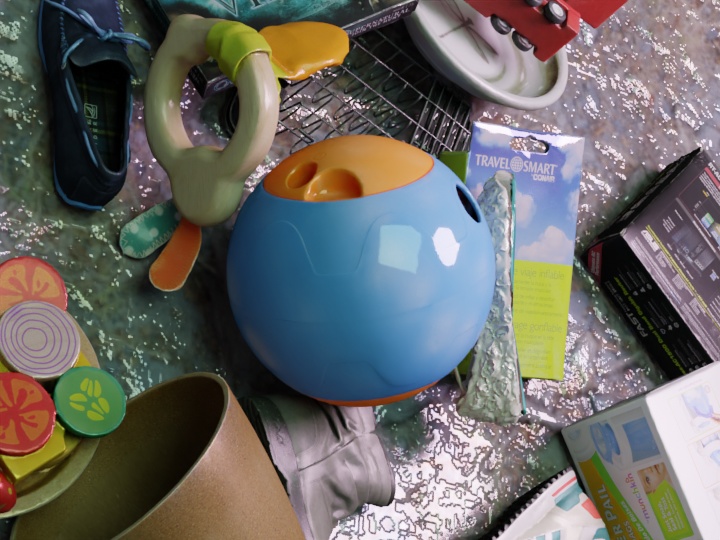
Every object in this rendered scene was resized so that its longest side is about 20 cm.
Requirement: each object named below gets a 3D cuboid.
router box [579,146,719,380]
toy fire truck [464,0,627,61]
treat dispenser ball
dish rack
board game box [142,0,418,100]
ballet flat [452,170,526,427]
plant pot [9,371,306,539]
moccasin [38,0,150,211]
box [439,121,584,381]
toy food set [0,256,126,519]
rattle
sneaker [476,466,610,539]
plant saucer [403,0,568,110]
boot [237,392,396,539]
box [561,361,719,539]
[{"bbox_3d":[0.302,0.015,1.980,0.150,0.062,0.200,-41,97,-38],"label":"router box"},{"bbox_3d":[0.142,-0.254,1.921,0.200,0.049,0.142,35,38,-21],"label":"toy fire truck"},{"bbox_3d":[0.000,0.000,1.673,0.200,0.201,0.202,13,65,-30],"label":"treat dispenser ball"},{"bbox_3d":[-0.001,-0.127,1.832,0.200,0.054,0.154,36,57,-21],"label":"dish rack"},{"bbox_3d":[-0.070,-0.228,1.786,0.199,0.028,0.136,-25,72,-23],"label":"board game box"},{"bbox_3d":[0.094,0.023,1.761,0.071,0.072,0.202,-3,92,-35],"label":"ballet flat"},{"bbox_3d":[-0.111,0.207,1.566,0.200,0.186,0.187,54,51,-23],"label":"plant pot"},{"bbox_3d":[-0.192,-0.146,1.694,0.080,0.068,0.201,1,71,-34],"label":"moccasin"},{"bbox_3d":[0.117,-0.014,1.834,0.121,0.048,0.202,5,89,-33],"label":"box"},{"bbox_3d":[-0.266,0.074,1.549,0.197,0.049,0.200,-32,78,-35],"label":"toy food set"},{"bbox_3d":[-0.095,-0.090,1.704,0.143,0.129,0.202,-17,114,-65],"label":"rattle"},{"bbox_3d":[0.130,0.240,1.769,0.094,0.070,0.200,52,49,1],"label":"sneaker"},{"bbox_3d":[0.089,-0.210,1.908,0.199,0.050,0.201,30,40,-29],"label":"plant saucer"},{"bbox_3d":[-0.020,0.178,1.697,0.130,0.068,0.201,-5,76,-42],"label":"boot"},{"bbox_3d":[0.268,0.195,1.856,0.101,0.112,0.201,-19,84,-39],"label":"box"}]
